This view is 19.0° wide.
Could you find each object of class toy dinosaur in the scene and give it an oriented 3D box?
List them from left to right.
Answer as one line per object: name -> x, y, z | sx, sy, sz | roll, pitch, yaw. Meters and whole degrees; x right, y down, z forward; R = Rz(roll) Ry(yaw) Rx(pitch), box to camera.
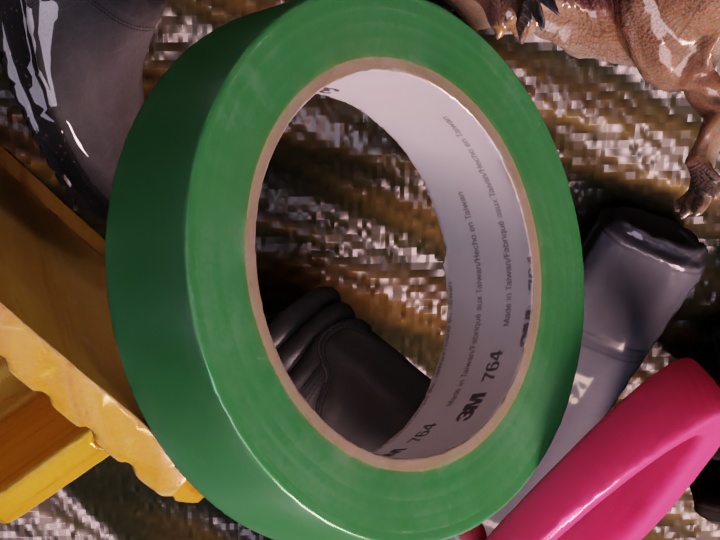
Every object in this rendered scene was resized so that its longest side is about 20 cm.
toy dinosaur -> 0.130, -0.118, 0.796 | 0.199, 0.086, 0.136 | -34, 115, 12

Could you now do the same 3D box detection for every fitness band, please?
fitness band -> 0.083, 0.106, 0.892 | 0.143, 0.038, 0.200 | -27, 160, -26

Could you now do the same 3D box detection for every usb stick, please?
usb stick -> 0.084, 0.055, 0.943 | 0.055, 0.033, 0.201 | 18, 123, -19

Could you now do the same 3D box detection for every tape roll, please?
tape roll -> 0.000, 0.000, 0.785 | 0.048, 0.201, 0.200 | -9, 135, 45

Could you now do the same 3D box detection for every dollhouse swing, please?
dollhouse swing -> -0.170, 0.033, 0.820 | 0.181, 0.176, 0.200 | -34, 122, 19

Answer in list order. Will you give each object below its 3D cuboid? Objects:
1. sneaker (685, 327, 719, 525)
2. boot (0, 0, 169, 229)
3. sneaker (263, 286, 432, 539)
sneaker -> 0.187, 0.039, 0.915 | 0.097, 0.071, 0.202 | 2, 127, -8
boot -> -0.073, -0.110, 0.795 | 0.131, 0.070, 0.201 | -20, 129, 4
sneaker -> -0.023, 0.075, 0.935 | 0.099, 0.071, 0.200 | 48, 148, 12
